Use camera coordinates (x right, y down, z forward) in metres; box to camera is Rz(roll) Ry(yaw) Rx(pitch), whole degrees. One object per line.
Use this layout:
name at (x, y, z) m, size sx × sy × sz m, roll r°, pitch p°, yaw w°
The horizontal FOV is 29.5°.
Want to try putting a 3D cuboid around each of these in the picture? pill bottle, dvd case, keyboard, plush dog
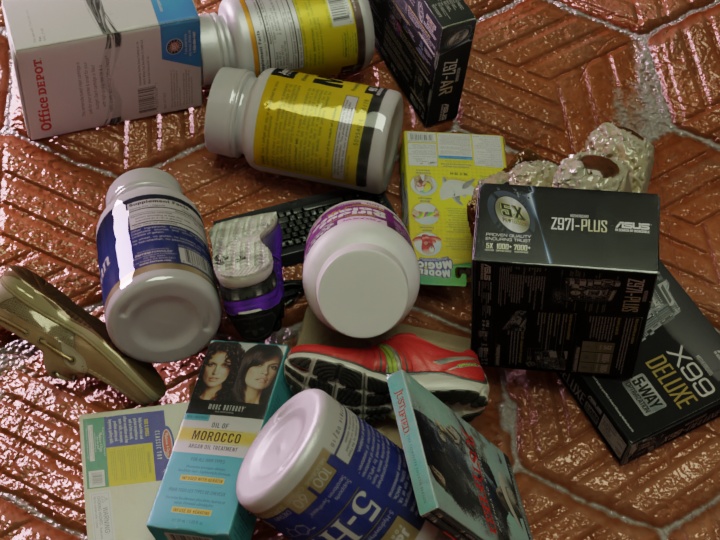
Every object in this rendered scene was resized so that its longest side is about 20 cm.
pill bottle at (0.000, 0.000, 1.316) m, size 0.112 × 0.113 × 0.200 m, roll 4°, pitch 12°, yaw -3°
dvd case at (0.095, 0.189, 1.214) m, size 0.022 × 0.200 × 0.146 m, roll -29°, pitch 46°, yaw 17°
pill bottle at (0.003, 0.205, 1.188) m, size 0.200 × 0.120 × 0.120 m, roll 38°, pitch 53°, yaw -19°
pill bottle at (-0.061, -0.156, 1.481) m, size 0.199 × 0.115 × 0.115 m, roll 12°, pitch 54°, yaw 8°
pill bottle at (-0.205, -0.012, 1.359) m, size 0.110 × 0.111 × 0.200 m, roll -7°, pitch 40°, yaw -10°
keyboard at (-0.051, -0.029, 1.454) m, size 0.199 × 0.021 × 0.127 m, roll -16°, pitch 58°, yaw -15°
pill bottle at (-0.091, -0.267, 1.562) m, size 0.199 × 0.109 × 0.110 m, roll -12°, pitch 57°, yaw -14°
plush dog at (0.196, -0.061, 1.394) m, size 0.171 × 0.161 × 0.200 m, roll 8°, pitch 22°, yaw 21°

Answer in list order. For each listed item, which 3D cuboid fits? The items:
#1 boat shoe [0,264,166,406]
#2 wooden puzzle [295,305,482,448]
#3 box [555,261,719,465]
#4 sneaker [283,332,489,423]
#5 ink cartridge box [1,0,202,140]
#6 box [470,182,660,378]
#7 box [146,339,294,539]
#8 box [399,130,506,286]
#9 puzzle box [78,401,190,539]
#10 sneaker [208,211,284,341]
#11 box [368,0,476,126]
boat shoe at (-0.278, 0.076, 1.337) m, size 0.200 × 0.071 × 0.065 m, roll 36°, pitch 94°, yaw 10°
wooden puzzle at (0.017, 0.133, 1.335) m, size 0.184 × 0.046 × 0.201 m, roll 13°, pitch 50°, yaw 3°
box at (0.276, 0.079, 1.390) m, size 0.157 × 0.050 × 0.200 m, roll -22°, pitch 59°, yaw -18°
sneaker at (0.023, 0.096, 1.297) m, size 0.199 × 0.077 × 0.085 m, roll 10°, pitch 44°, yaw -13°
ink cartridge box at (-0.279, -0.235, 1.498) m, size 0.199 × 0.147 × 0.086 m, roll -12°, pitch 58°, yaw -14°
box at (0.186, 0.012, 1.277) m, size 0.163 × 0.200 × 0.086 m, roll 4°, pitch 59°, yaw 7°
box at (-0.122, 0.160, 1.252) m, size 0.082 × 0.049 × 0.201 m, roll 2°, pitch 53°, yaw 18°
box at (0.104, -0.059, 1.474) m, size 0.117 × 0.048 × 0.201 m, roll 3°, pitch 53°, yaw -5°
puzzle box at (-0.187, 0.216, 1.264) m, size 0.132 × 0.025 × 0.201 m, roll -6°, pitch 56°, yaw -9°
sneaker at (-0.109, 0.011, 1.359) m, size 0.069 × 0.100 × 0.200 m, roll -11°, pitch 21°, yaw 3°
box at (0.057, -0.290, 1.563) m, size 0.043 × 0.161 × 0.200 m, roll -18°, pitch 58°, yaw -18°
